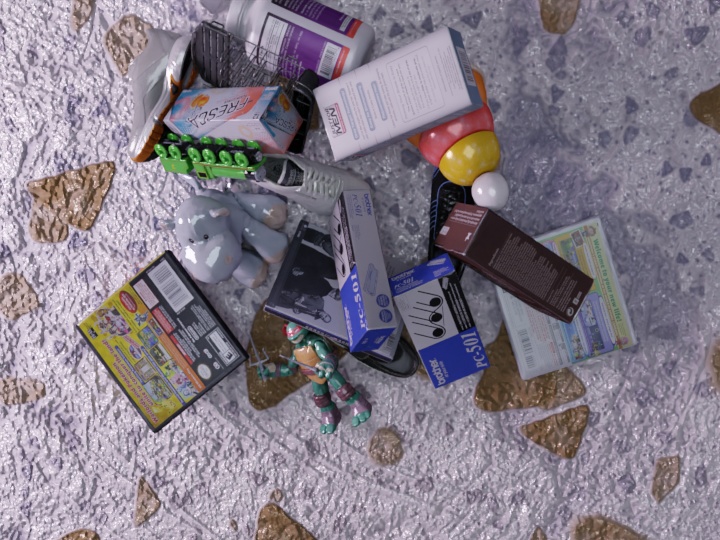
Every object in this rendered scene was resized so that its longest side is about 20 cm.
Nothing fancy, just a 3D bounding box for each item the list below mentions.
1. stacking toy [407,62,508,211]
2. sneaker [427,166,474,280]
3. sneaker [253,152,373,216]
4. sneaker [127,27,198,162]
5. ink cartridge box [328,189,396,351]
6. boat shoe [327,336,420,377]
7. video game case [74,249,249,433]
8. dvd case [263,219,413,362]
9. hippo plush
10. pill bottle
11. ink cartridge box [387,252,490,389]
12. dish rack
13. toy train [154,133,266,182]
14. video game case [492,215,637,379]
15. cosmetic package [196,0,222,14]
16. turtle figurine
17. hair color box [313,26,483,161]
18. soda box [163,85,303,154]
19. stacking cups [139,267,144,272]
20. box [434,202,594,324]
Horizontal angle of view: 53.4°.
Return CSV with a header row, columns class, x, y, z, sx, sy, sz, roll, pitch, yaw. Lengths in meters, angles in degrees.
class,x,y,z,sx,sy,sz,roll,pitch,yaw
stacking toy,0.139,-0.165,0.972,0.144,0.146,0.202,-25,69,5
sneaker,0.134,-0.072,1.044,0.069,0.078,0.204,2,96,3
sneaker,-0.072,-0.126,1.038,0.197,0.080,0.078,14,91,-14
sneaker,-0.310,-0.261,1.060,0.091,0.076,0.203,22,89,8
ink cartridge box,0.000,0.000,0.989,0.043,0.094,0.203,-4,68,-17
boat shoe,0.002,0.102,1.074,0.199,0.068,0.072,34,94,-2
video game case,-0.293,0.104,1.056,0.180,0.026,0.201,-38,89,3
dvd case,-0.023,0.028,1.045,0.197,0.025,0.152,23,64,-4
hippo plush,-0.188,-0.065,1.020,0.157,0.161,0.203,-13,95,4
pill bottle,-0.085,-0.327,1.015,0.197,0.112,0.114,24,96,1
ink cartridge box,0.115,0.077,1.026,0.093,0.044,0.201,-22,128,4
dish rack,-0.153,-0.260,1.008,0.198,0.154,0.055,26,65,-1
toy train,-0.209,-0.154,0.996,0.198,0.042,0.057,12,136,32
video game case,0.300,0.042,1.074,0.179,0.022,0.203,-18,93,5
cosmetic package,-0.197,-0.488,1.026,0.101,0.071,0.201,40,97,-1
turtle figurine,-0.071,0.145,1.058,0.101,0.149,0.201,-45,108,-35
hair color box,0.046,-0.222,0.921,0.198,0.060,0.101,-18,92,26
soda box,-0.179,-0.209,0.997,0.198,0.069,0.064,8,60,36
stacking cups,-0.319,0.098,1.101,0.059,0.061,0.204,4,91,3
box,0.210,-0.011,0.983,0.198,0.100,0.076,29,90,-21
